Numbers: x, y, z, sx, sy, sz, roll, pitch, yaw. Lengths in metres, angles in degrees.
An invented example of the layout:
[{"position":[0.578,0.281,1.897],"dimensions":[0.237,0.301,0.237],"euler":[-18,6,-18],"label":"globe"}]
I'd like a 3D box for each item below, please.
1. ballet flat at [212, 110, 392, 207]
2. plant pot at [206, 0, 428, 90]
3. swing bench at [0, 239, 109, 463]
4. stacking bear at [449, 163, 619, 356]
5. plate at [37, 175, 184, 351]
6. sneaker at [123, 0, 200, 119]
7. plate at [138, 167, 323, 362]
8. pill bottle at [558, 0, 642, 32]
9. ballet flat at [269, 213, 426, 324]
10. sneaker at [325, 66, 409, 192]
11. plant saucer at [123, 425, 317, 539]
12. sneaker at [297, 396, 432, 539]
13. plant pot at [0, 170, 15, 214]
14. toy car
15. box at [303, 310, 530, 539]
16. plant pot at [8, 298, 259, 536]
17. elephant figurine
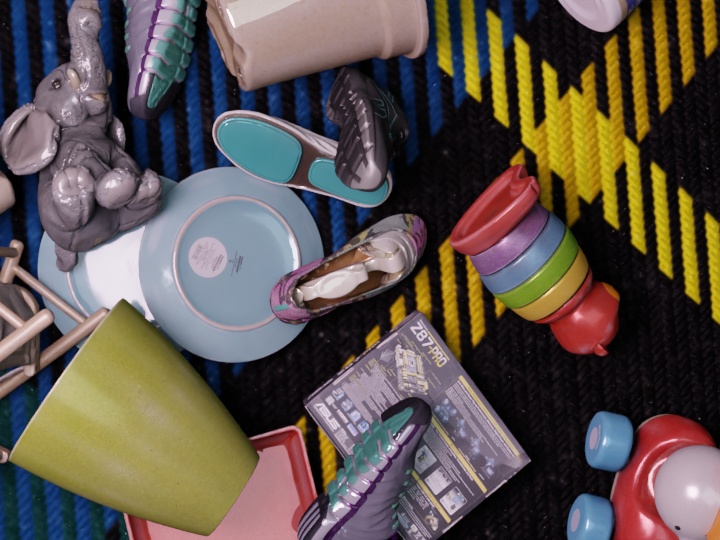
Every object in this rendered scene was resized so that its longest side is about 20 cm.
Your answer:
[{"position":[-0.060,-0.121,1.284],"dimensions":[0.197,0.069,0.070],"euler":[19,87,-12],"label":"ballet flat"},{"position":[-0.057,-0.272,1.206],"dimensions":[0.181,0.200,0.203],"euler":[-24,92,-10],"label":"plant pot"},{"position":[-0.365,0.085,1.164],"dimensions":[0.129,0.199,0.201],"euler":[36,91,3],"label":"swing bench"},{"position":[0.198,0.005,1.296],"dimensions":[0.114,0.122,0.200],"euler":[-42,103,8],"label":"stacking bear"},{"position":[-0.237,-0.003,1.280],"dimensions":[0.197,0.026,0.204],"euler":[0,88,-6],"label":"plate"},{"position":[-0.219,-0.258,1.269],"dimensions":[0.086,0.074,0.203],"euler":[14,83,16],"label":"sneaker"},{"position":[-0.129,-0.007,1.270],"dimensions":[0.197,0.026,0.204],"euler":[1,87,-18],"label":"plate"},{"position":[0.297,-0.361,1.310],"dimensions":[0.200,0.111,0.111],"euler":[-44,94,-6],"label":"pill bottle"},{"position":[0.000,0.000,1.262],"dimensions":[0.198,0.071,0.070],"euler":[-26,101,-23],"label":"ballet flat"},{"position":[0.017,-0.142,1.241],"dimensions":[0.078,0.201,0.076],"euler":[20,123,-19],"label":"sneaker"},{"position":[-0.135,0.282,1.282],"dimensions":[0.197,0.037,0.203],"euler":[-14,91,-8],"label":"plant saucer"},{"position":[0.023,0.221,1.248],"dimensions":[0.087,0.075,0.201],"euler":[35,104,-16],"label":"sneaker"},{"position":[-0.444,-0.077,1.186],"dimensions":[0.182,0.200,0.202],"euler":[-33,93,-18],"label":"plant pot"},{"position":[0.335,0.244,1.259],"dimensions":[0.181,0.200,0.180],"euler":[14,87,-6],"label":"toy car"},{"position":[0.059,0.170,1.302],"dimensions":[0.161,0.049,0.201],"euler":[-38,93,-4],"label":"box"},{"position":[-0.203,0.162,1.192],"dimensions":[0.199,0.187,0.188],"euler":[35,85,-5],"label":"plant pot"},{"position":[-0.282,-0.134,1.216],"dimensions":[0.153,0.142,0.202],"euler":[-26,75,-6],"label":"elephant figurine"}]
